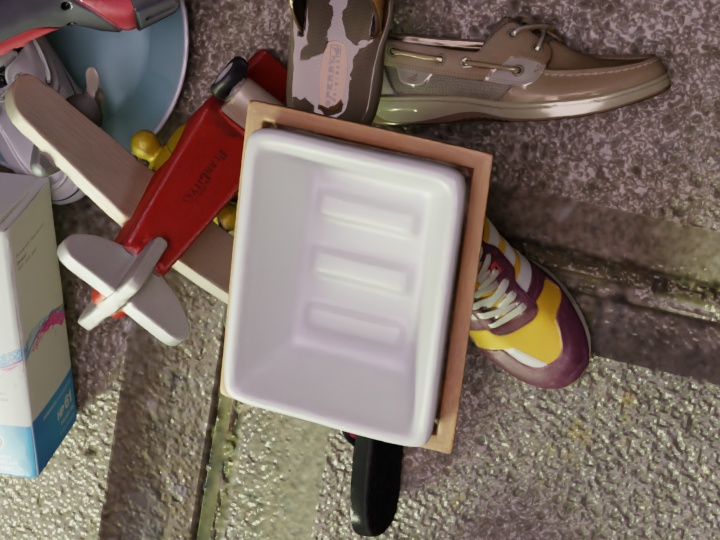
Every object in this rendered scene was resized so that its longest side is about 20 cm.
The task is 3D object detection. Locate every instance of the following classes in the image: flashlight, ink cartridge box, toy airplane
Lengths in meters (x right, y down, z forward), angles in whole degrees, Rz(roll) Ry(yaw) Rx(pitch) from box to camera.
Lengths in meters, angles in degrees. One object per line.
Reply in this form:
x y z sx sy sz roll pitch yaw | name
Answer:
-0.218 -0.156 1.423 0.200 0.068 0.068 -26 99 -8 | flashlight
-0.283 0.031 1.529 0.144 0.085 0.200 7 122 15 | ink cartridge box
-0.126 -0.039 1.463 0.199 0.141 0.200 -8 87 -24 | toy airplane

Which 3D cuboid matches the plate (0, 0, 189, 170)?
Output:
-0.209 -0.163 1.531 0.200 0.026 0.200 3 101 15 | plate

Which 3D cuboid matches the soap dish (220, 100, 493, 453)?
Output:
0.000 0.000 1.377 0.157 0.081 0.200 13 113 16 | soap dish

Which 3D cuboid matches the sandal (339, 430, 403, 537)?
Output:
0.003 0.082 1.492 0.045 0.075 0.200 12 106 26 | sandal

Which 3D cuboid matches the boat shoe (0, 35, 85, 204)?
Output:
-0.242 -0.135 1.497 0.074 0.067 0.200 -23 93 19 | boat shoe

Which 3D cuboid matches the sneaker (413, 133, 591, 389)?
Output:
0.071 0.001 1.444 0.075 0.090 0.200 -41 87 19 | sneaker

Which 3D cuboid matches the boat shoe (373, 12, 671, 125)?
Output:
0.099 -0.131 1.424 0.200 0.072 0.065 -1 101 22 | boat shoe

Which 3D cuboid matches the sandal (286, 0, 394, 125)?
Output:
-0.018 -0.175 1.389 0.080 0.054 0.200 5 98 14 | sandal
